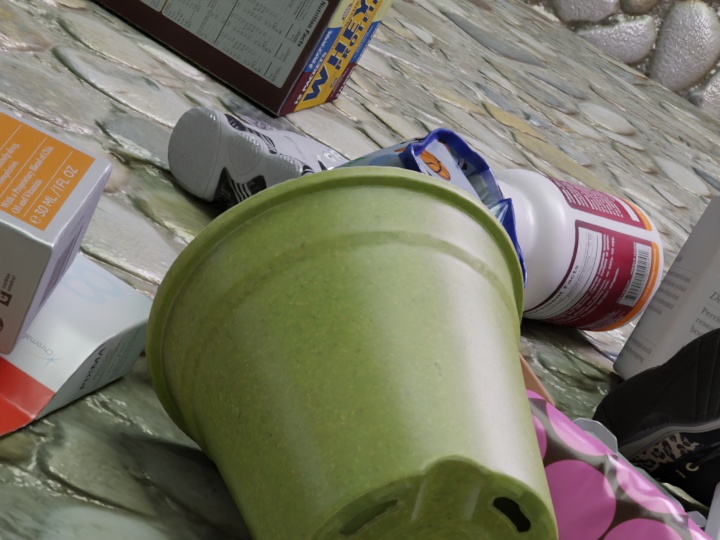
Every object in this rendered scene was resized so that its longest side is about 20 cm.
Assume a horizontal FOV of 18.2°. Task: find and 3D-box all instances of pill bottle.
[{"bbox_3d":[0.141,-0.018,1.761,0.200,0.113,0.113,13,23,-50],"label":"pill bottle"}]

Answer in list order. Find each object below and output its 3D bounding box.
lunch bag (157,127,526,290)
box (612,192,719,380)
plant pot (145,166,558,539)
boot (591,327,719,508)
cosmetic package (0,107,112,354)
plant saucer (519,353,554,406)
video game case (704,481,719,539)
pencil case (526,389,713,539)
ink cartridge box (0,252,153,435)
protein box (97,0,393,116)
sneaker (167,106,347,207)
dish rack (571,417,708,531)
[{"bbox_3d":[0.000,0.000,1.290,0.124,0.170,0.200,63,12,-7],"label":"lunch bag"},{"bbox_3d":[0.320,0.059,1.684,0.200,0.172,0.199,30,3,0],"label":"box"},{"bbox_3d":[0.009,0.084,1.093,0.200,0.201,0.184,21,29,-31],"label":"plant pot"},{"bbox_3d":[0.266,0.112,1.502,0.154,0.203,0.074,30,59,-20],"label":"boot"},{"bbox_3d":[-0.236,-0.050,1.111,0.200,0.071,0.101,26,30,-2],"label":"cosmetic package"},{"bbox_3d":[0.058,0.019,1.491,0.200,0.037,0.200,55,2,-3],"label":"plant saucer"},{"bbox_3d":[0.281,0.217,1.376,0.182,0.023,0.200,46,16,2],"label":"video game case"},{"bbox_3d":[0.125,0.152,1.245,0.200,0.091,0.094,36,47,16],"label":"pencil case"},{"bbox_3d":[-0.206,0.009,1.138,0.160,0.047,0.200,33,14,9],"label":"ink cartridge box"},{"bbox_3d":[-0.096,-0.254,2.014,0.200,0.135,0.199,33,15,8],"label":"protein box"},{"bbox_3d":[-0.040,-0.048,1.583,0.115,0.075,0.200,9,23,-48],"label":"sneaker"},{"bbox_3d":[0.133,0.135,1.396,0.200,0.044,0.172,15,21,-48],"label":"dish rack"}]
